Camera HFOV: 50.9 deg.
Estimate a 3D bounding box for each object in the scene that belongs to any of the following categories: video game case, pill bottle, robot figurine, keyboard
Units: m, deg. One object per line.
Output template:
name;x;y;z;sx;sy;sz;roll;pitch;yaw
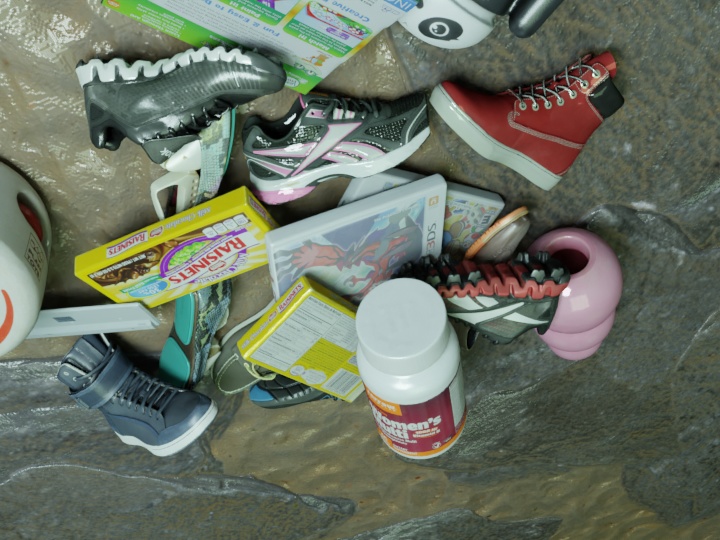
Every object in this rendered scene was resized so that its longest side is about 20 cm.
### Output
video game case;0.000;0.000;0.814;0.195;0.023;0.185;-20;140;-15
pill bottle;0.054;0.106;0.793;0.107;0.111;0.202;-15;141;0
video game case;0.043;-0.027;0.856;0.196;0.023;0.184;7;130;-35
robot figurine;0.096;-0.277;0.599;0.123;0.152;0.201;13;128;-40
keyboard;-0.319;0.055;0.828;0.194;0.011;0.057;-5;148;11

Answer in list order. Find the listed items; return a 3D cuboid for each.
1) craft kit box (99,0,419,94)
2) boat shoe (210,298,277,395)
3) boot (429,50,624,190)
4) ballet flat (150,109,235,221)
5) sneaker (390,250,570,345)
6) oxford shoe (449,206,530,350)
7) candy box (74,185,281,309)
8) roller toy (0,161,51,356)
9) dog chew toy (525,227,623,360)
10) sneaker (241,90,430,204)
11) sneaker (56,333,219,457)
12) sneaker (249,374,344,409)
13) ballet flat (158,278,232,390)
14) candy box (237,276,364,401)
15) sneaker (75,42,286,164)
craft kit box;-0.082;-0.222;0.585;0.196;0.050;0.196;18;161;-27
boat shoe;-0.113;0.093;0.920;0.201;0.061;0.071;-41;128;22
boot;0.172;-0.175;0.750;0.197;0.073;0.145;17;125;-37
ballet flat;-0.167;-0.094;0.731;0.070;0.070;0.203;-15;141;-33
sneaker;0.128;0.035;0.822;0.194;0.071;0.101;-1;115;-6
oxford shoe;0.154;0.011;0.892;0.070;0.073;0.202;-24;151;-42
candy box;-0.176;-0.015;0.762;0.195;0.027;0.102;-20;149;14
roller toy;-0.387;-0.008;0.707;0.180;0.142;0.200;26;121;-32
dog chew toy;0.259;0.041;0.933;0.121;0.127;0.202;-19;141;4
sneaker;-0.025;-0.136;0.731;0.195;0.081;0.088;-22;123;-1
sneaker;-0.259;0.132;0.855;0.199;0.077;0.148;-9;123;42
sneaker;-0.045;0.145;0.975;0.195;0.074;0.083;-16;135;1
ballet flat;-0.190;0.080;0.892;0.072;0.075;0.202;8;133;-20
candy box;-0.034;0.081;0.824;0.102;0.027;0.199;-45;141;9
sneaker;-0.154;-0.138;0.650;0.194;0.093;0.066;-1;179;15
